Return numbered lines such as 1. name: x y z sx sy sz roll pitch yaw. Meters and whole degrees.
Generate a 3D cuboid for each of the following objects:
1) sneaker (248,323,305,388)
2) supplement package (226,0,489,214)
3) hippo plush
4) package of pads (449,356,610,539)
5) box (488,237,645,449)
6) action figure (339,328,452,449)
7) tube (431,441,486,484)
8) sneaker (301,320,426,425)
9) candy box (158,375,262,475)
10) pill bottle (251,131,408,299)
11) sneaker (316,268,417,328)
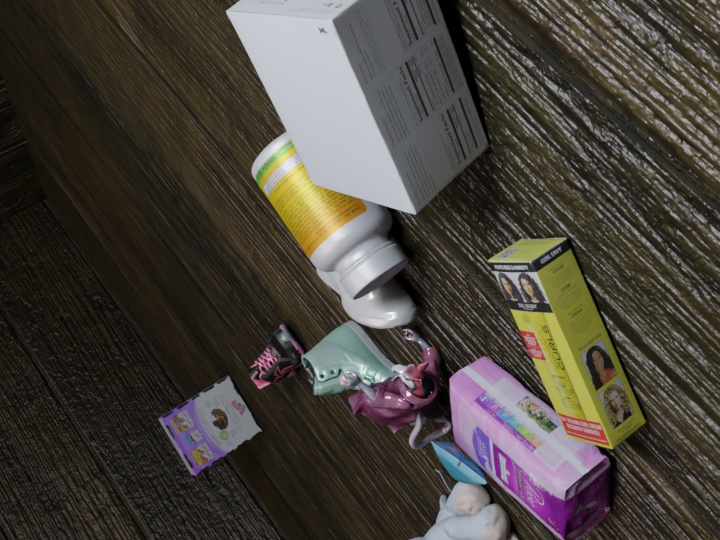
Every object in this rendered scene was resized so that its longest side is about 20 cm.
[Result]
1. sneaker: -0.162 0.169 1.753 0.079 0.095 0.200 54 157 16
2. supplement package: 0.000 -0.173 0.857 0.155 0.111 0.200 21 146 46
3. hippo plush: 0.117 0.387 1.335 0.200 0.160 0.160 40 152 39
4. package of pads: 0.184 0.199 1.056 0.200 0.076 0.121 40 155 40
5. box: 0.195 0.067 0.892 0.075 0.050 0.201 4 123 64
6. action figure: 0.056 0.165 1.215 0.149 0.134 0.200 55 161 6
7. tube: 0.126 0.240 1.173 0.077 0.051 0.200 30 175 13
8. sneaker: -0.001 0.174 1.370 0.200 0.118 0.074 45 153 29
9. candy box: -0.376 0.387 2.364 0.168 0.200 0.072 59 159 0
10. pill bottle: -0.032 -0.069 1.125 0.200 0.111 0.111 55 158 9
11. sneaker: 0.000 0.000 1.215 0.200 0.075 0.089 38 139 44
